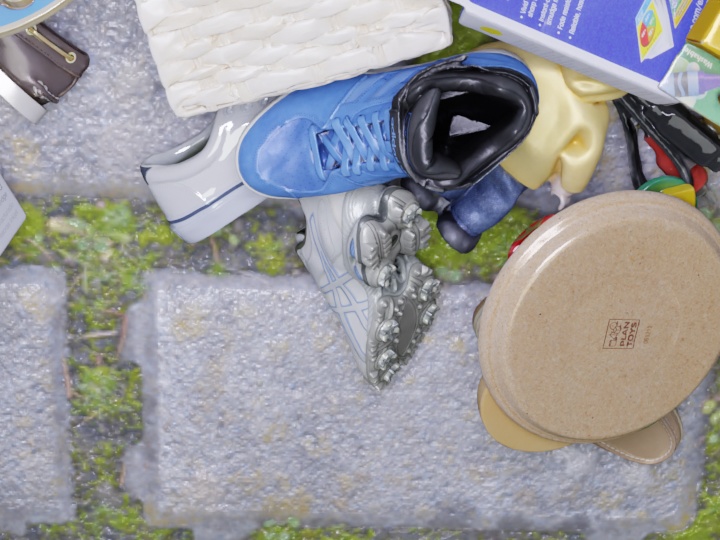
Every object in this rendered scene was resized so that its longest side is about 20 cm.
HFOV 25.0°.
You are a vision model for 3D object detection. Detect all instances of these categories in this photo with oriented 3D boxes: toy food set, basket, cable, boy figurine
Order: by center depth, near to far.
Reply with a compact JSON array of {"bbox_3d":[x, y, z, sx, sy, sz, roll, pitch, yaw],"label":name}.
[{"bbox_3d":[-0.045,-0.192,1.006,0.198,0.124,0.137,-15,119,5],"label":"basket"},{"bbox_3d":[0.112,-0.105,1.079,0.124,0.064,0.200,46,116,4],"label":"boy figurine"},{"bbox_3d":[0.171,0.034,1.118,0.196,0.049,0.202,-14,119,-11],"label":"toy food set"},{"bbox_3d":[0.194,-0.117,1.120,0.200,0.050,0.097,41,120,-9],"label":"cable"}]

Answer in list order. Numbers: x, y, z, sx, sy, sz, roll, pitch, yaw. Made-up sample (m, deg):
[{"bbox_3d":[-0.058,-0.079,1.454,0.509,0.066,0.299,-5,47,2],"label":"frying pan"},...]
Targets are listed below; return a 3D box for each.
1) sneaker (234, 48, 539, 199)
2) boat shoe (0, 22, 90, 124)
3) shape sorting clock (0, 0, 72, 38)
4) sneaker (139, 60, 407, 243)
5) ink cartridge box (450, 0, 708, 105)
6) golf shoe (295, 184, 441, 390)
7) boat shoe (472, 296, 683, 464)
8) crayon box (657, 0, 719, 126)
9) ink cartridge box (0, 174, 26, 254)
[{"bbox_3d":[0.014,-0.085,0.995,0.198,0.111,0.077,-12,103,4],"label":"sneaker"},{"bbox_3d":[-0.258,-0.184,1.032,0.060,0.072,0.200,-44,108,-2],"label":"boat shoe"},{"bbox_3d":[-0.227,-0.229,0.957,0.198,0.202,0.039,-19,160,7],"label":"shape sorting clock"},{"bbox_3d":[-0.062,-0.096,1.087,0.199,0.073,0.071,-35,111,12],"label":"sneaker"},{"bbox_3d":[0.133,-0.227,0.982,0.198,0.047,0.199,20,84,-16],"label":"ink cartridge box"},{"bbox_3d":[0.000,0.000,1.148,0.097,0.078,0.201,30,147,27],"label":"golf shoe"},{"bbox_3d":[0.163,0.094,1.208,0.199,0.065,0.071,34,112,-19],"label":"boat shoe"},{"bbox_3d":[0.280,-0.160,0.942,0.125,0.052,0.201,30,100,-5],"label":"crayon box"},{"bbox_3d":[-0.319,-0.065,1.034,0.083,0.146,0.201,-11,123,26],"label":"ink cartridge box"}]
